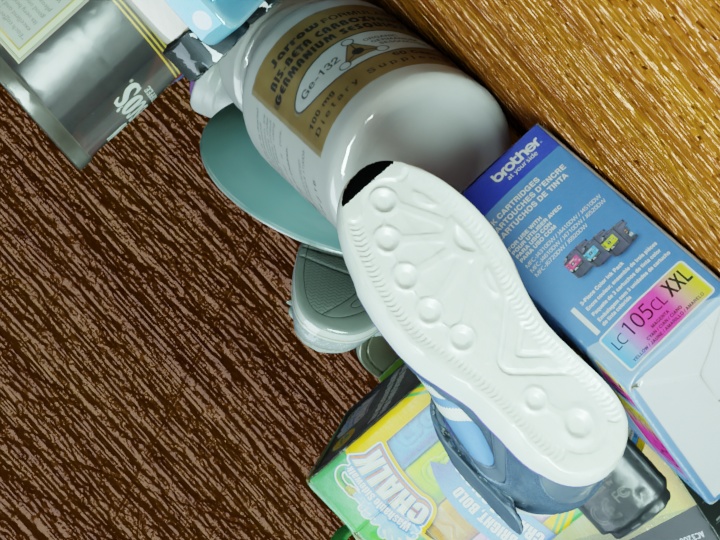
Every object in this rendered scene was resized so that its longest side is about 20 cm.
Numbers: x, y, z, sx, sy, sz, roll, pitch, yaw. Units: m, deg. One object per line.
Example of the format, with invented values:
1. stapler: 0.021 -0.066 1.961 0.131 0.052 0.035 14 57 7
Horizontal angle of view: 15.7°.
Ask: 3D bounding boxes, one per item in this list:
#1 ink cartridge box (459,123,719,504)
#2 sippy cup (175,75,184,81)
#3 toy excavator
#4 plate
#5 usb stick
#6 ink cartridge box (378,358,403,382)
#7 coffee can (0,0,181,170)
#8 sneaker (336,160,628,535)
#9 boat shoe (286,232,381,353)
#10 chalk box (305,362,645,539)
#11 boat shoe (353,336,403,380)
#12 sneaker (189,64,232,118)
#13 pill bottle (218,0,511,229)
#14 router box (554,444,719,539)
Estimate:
1. ink cartridge box: 0.130 0.013 1.380 0.200 0.076 0.137 47 177 41
2. sippy cup: -0.124 -0.196 1.765 0.178 0.130 0.140 48 177 -17
3. toy excavator: -0.065 -0.188 1.412 0.100 0.200 0.195 47 -139 -9
4. plate: -0.001 -0.068 1.619 0.200 0.200 0.026 45 132 40
5. usb stick: 0.089 0.063 1.428 0.200 0.055 0.033 47 -142 -4
6. ink cartridge box: 0.121 0.097 1.848 0.076 0.148 0.200 44 175 42
7. coffee can: -0.149 -0.183 1.611 0.146 0.200 0.146 47 177 3
8. sneaker: 0.048 0.045 1.346 0.200 0.081 0.146 48 161 3
9. boat shoe: -0.001 -0.001 1.597 0.074 0.065 0.202 15 -150 0
10. chalk box: 0.058 0.115 1.536 0.124 0.200 0.124 46 -159 -4
11. boat shoe: 0.059 0.032 1.859 0.199 0.075 0.066 -11 -143 -39
12. sneaker: -0.037 -0.111 1.785 0.099 0.075 0.200 28 -164 22
13. pill bottle: -0.005 -0.094 1.514 0.114 0.114 0.200 50 177 -35
14. router box: 0.148 0.134 1.709 0.157 0.052 0.200 55 141 -6
